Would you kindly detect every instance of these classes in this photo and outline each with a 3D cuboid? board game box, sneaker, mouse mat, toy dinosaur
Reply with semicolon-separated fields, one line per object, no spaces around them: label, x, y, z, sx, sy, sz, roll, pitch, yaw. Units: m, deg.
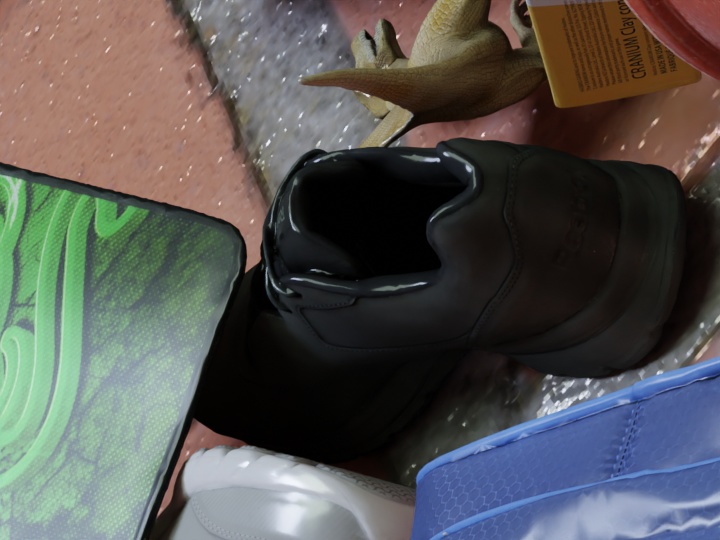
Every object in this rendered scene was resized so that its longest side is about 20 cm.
board game box;0.046;-0.167;0.776;0.040;0.153;0.201;-11;53;8
sneaker;-0.036;0.107;0.855;0.200;0.074;0.082;-34;45;55
mouse mat;-0.123;0.065;0.868;0.160;0.008;0.201;14;79;38
sneaker;0.000;0.000;0.855;0.200;0.091;0.076;-25;54;47
toy dinosaur;0.033;-0.061;0.857;0.101;0.058;0.200;-39;3;4

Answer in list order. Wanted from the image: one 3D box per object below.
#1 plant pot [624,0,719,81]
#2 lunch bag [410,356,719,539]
plant pot;0.174;-0.090;0.591;0.201;0.200;0.195;-57;38;7
lunch bag;0.096;0.085;0.599;0.200;0.136;0.133;-22;48;46
